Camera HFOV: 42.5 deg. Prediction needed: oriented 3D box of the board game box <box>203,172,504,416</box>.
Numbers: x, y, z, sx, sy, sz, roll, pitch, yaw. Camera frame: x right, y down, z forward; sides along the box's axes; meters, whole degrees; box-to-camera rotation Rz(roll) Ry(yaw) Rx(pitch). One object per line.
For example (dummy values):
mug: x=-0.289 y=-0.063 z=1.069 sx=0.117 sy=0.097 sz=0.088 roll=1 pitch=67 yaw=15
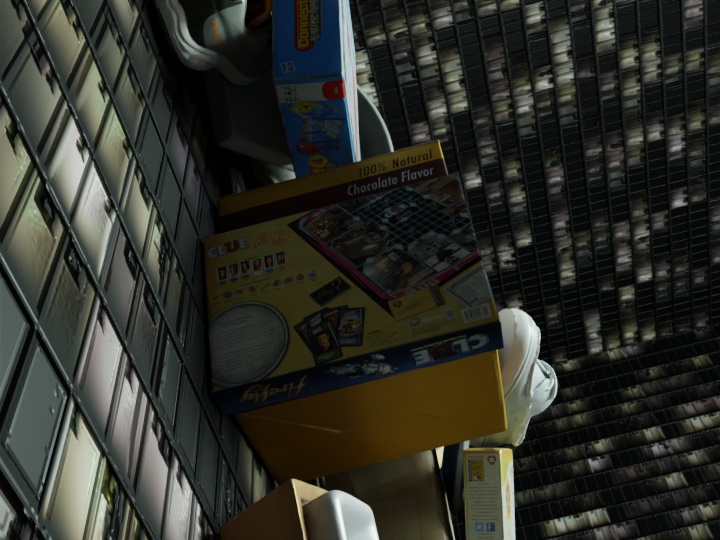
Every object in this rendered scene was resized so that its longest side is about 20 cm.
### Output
board game box: x=-0.011 y=0.014 z=0.653 sx=0.035 sy=0.196 sz=0.137 roll=71 pitch=7 yaw=-52

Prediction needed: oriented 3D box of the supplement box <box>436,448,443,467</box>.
supplement box: x=0.057 y=0.133 z=1.115 sx=0.202 sy=0.130 sz=0.103 roll=56 pitch=-30 yaw=5

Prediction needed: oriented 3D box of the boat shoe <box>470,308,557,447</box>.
boat shoe: x=0.139 y=0.104 z=0.823 sx=0.202 sy=0.067 sz=0.073 roll=97 pitch=-1 yaw=-49

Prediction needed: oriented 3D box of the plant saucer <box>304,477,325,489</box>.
plant saucer: x=-0.032 y=0.229 z=0.878 sx=0.200 sy=0.029 sz=0.204 roll=-13 pitch=91 yaw=-87

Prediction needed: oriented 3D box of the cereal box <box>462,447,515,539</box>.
cereal box: x=0.116 y=0.260 z=0.812 sx=0.144 sy=0.039 sz=0.205 roll=43 pitch=46 yaw=-74

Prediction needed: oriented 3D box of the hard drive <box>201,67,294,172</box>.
hard drive: x=-0.080 y=-0.163 z=0.905 sx=0.199 sy=0.026 sz=0.135 roll=13 pitch=60 yaw=-57

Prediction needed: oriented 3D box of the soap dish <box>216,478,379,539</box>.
soap dish: x=-0.025 y=0.225 z=0.595 sx=0.200 sy=0.080 sz=0.160 roll=64 pitch=13 yaw=-71

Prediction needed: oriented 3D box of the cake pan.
cake pan: x=-0.048 y=-0.138 z=1.006 sx=0.198 sy=0.037 sz=0.204 roll=19 pitch=58 yaw=-32

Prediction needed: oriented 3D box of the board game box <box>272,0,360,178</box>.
board game box: x=-0.035 y=-0.179 z=0.813 sx=0.197 sy=0.055 sz=0.203 roll=81 pitch=5 yaw=-59

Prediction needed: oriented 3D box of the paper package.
paper package: x=0.036 y=0.246 z=0.859 sx=0.192 sy=0.101 sz=0.202 roll=72 pitch=6 yaw=-48

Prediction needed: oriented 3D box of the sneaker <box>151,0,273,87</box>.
sneaker: x=-0.097 y=-0.204 z=0.777 sx=0.200 sy=0.078 sz=0.075 roll=-39 pitch=109 yaw=-75

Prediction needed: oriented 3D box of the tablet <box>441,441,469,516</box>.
tablet: x=0.097 y=0.114 z=0.878 sx=0.130 sy=0.013 sz=0.205 roll=-82 pitch=177 yaw=-83

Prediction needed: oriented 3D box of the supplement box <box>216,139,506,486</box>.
supplement box: x=-0.001 y=0.033 z=0.749 sx=0.134 sy=0.193 sz=0.203 roll=71 pitch=6 yaw=-53
